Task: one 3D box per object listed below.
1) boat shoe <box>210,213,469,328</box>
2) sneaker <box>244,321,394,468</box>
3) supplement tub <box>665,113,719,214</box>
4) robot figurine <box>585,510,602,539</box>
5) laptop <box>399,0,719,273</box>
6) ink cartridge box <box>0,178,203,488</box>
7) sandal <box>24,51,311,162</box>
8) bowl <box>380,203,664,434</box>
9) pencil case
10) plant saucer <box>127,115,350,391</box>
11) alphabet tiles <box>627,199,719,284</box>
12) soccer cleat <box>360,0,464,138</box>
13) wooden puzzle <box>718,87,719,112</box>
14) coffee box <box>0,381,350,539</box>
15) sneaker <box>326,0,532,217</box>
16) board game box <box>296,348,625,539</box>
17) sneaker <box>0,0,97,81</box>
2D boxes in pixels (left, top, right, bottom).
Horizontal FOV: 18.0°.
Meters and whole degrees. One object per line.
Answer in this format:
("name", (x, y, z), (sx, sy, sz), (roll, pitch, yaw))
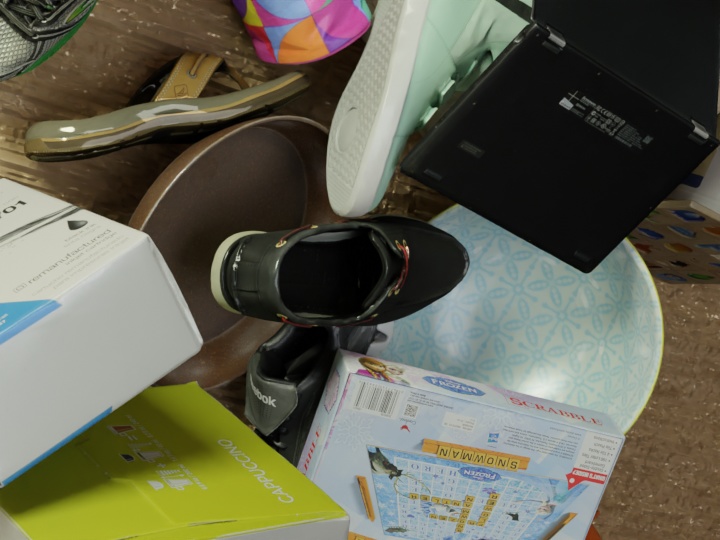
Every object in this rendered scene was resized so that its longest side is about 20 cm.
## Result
("boat shoe", (0.000, 0.003, 1.455), (0.201, 0.063, 0.074), (-3, 97, -44))
("sneaker", (-0.048, 0.093, 1.521), (0.090, 0.066, 0.200), (11, 105, -51))
("supplement tub", (0.321, -0.106, 1.686), (0.144, 0.144, 0.200), (26, 88, -37))
("robot figurine", (0.098, 0.229, 1.649), (0.200, 0.144, 0.117), (-7, 142, -33))
("laptop", (0.136, -0.132, 1.470), (0.187, 0.116, 0.200), (27, 115, -38))
("ink cartridge box", (-0.209, 0.031, 1.323), (0.146, 0.200, 0.086), (-35, 119, -22))
("sandal", (-0.120, -0.109, 1.431), (0.200, 0.080, 0.054), (-13, 87, -26))
("bowl", (0.109, 0.041, 1.590), (0.200, 0.108, 0.201), (0, 95, 4))
("pencil case", (-0.059, -0.229, 1.425), (0.088, 0.088, 0.200), (-33, 122, -23))
("plant saucer", (-0.088, -0.015, 1.467), (0.200, 0.034, 0.201), (-31, 138, -33))
("alphabet tiles", (0.217, -0.024, 1.626), (0.200, 0.167, 0.008), (24, 75, -37))
("soccer cleat", (0.034, -0.151, 1.526), (0.077, 0.069, 0.200), (-20, 107, -24))
("wooden puzzle", (0.193, -0.176, 1.559), (0.185, 0.046, 0.200), (-44, 110, -14))
("coffee box", (-0.149, 0.201, 1.375), (0.200, 0.200, 0.198), (-5, 114, -33))
("sneaker", (0.057, -0.113, 1.460), (0.118, 0.074, 0.201), (24, 81, -25))
("board game box", (0.049, 0.169, 1.513), (0.200, 0.041, 0.200), (15, 107, -16))
("sneaker", (-0.177, -0.183, 1.315), (0.078, 0.085, 0.200), (36, 118, -12))
